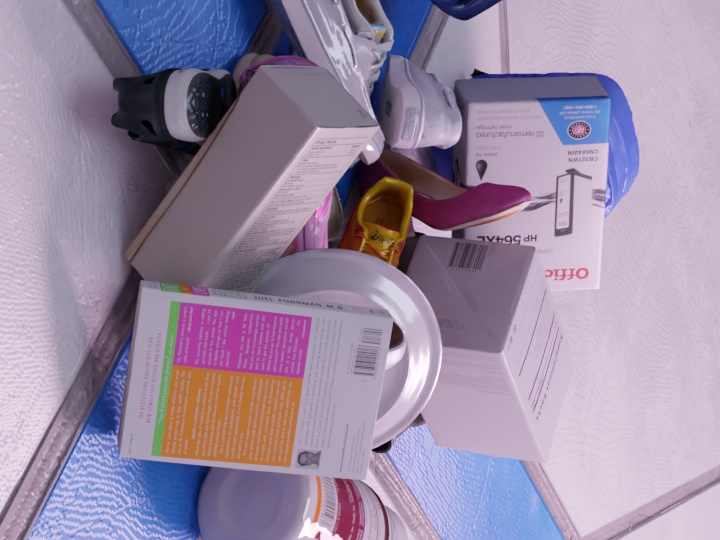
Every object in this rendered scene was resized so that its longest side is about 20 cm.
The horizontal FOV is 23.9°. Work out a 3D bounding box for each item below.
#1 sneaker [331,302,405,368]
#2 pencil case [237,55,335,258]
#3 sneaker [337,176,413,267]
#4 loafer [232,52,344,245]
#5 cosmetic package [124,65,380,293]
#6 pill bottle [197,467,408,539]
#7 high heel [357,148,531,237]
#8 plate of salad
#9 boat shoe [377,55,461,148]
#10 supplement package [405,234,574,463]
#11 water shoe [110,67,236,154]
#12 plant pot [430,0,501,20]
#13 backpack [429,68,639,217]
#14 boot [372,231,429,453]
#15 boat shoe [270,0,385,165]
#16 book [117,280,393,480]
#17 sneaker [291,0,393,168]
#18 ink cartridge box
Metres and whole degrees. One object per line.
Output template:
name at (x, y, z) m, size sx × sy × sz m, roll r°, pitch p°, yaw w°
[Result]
sneaker at (-0.060, 0.081, 1.402) m, size 0.073 × 0.197 × 0.085 m, roll -97°, pitch -178°, yaw -51°
pencil case at (-0.062, -0.079, 1.439) m, size 0.087 × 0.087 × 0.202 m, roll -38°, pitch 138°, yaw -53°
sneaker at (0.000, 0.000, 1.537) m, size 0.077 × 0.072 × 0.202 m, roll 117°, pitch -12°, yaw -57°
loafer at (-0.054, -0.101, 1.513) m, size 0.076 × 0.068 × 0.201 m, roll -58°, pitch 136°, yaw -42°
cosmetic package at (-0.086, -0.062, 1.339) m, size 0.201 × 0.073 × 0.103 m, roll -52°, pitch 160°, yaw 22°
pill bottle at (-0.043, 0.223, 1.476) m, size 0.200 × 0.113 × 0.116 m, roll 38°, pitch 57°, yaw -53°
high heel at (0.076, -0.086, 1.605) m, size 0.067 × 0.199 × 0.097 m, roll -11°, pitch 92°, yaw -40°
plate of salad at (-0.029, 0.069, 1.457) m, size 0.048 × 0.198 × 0.202 m, roll -100°, pitch 173°, yaw -64°
boat shoe at (0.057, -0.157, 1.606) m, size 0.200 × 0.068 × 0.073 m, roll -118°, pitch -141°, yaw -76°
supplement package at (0.118, 0.076, 1.617) m, size 0.201 × 0.120 × 0.121 m, roll 65°, pitch 39°, yaw -50°
water shoe at (-0.148, -0.131, 1.359) m, size 0.200 × 0.078 × 0.073 m, roll 31°, pitch 63°, yaw -84°
plant pot at (0.096, -0.372, 1.600) m, size 0.179 × 0.199 × 0.202 m, roll -10°, pitch 72°, yaw -59°
backpack at (0.186, -0.113, 1.793) m, size 0.168 × 0.198 × 0.164 m, roll -51°, pitch 132°, yaw -47°
boot at (0.041, 0.069, 1.667) m, size 0.130 × 0.067 × 0.203 m, roll -20°, pitch 109°, yaw -60°
boat shoe at (-0.018, -0.194, 1.512) m, size 0.202 × 0.068 × 0.072 m, roll 62°, pitch -8°, yaw -7°
book at (-0.082, 0.086, 1.323) m, size 0.048 × 0.197 × 0.135 m, roll -128°, pitch -133°, yaw -74°
sneaker at (-0.014, -0.195, 1.573) m, size 0.076 × 0.080 × 0.203 m, roll -14°, pitch 102°, yaw -60°
ink cartridge box at (0.166, -0.083, 1.672) m, size 0.084 × 0.144 × 0.202 m, roll -106°, pitch -167°, yaw -67°
